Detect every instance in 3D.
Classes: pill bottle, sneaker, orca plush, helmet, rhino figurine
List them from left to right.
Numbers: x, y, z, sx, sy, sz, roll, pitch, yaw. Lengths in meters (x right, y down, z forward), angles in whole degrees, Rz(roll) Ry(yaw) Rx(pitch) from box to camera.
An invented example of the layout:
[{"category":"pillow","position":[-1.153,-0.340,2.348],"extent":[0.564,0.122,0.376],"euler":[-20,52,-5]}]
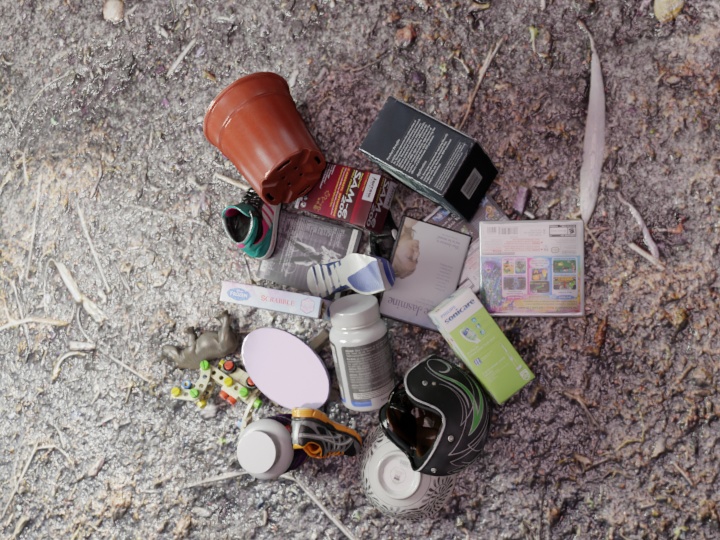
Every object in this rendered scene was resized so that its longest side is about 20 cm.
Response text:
[{"category":"rhino figurine","position":[-0.339,0.158,1.806],"extent":[0.198,0.060,0.088],"euler":[-25,91,14]},{"category":"sneaker","position":[-0.226,-0.130,1.764],"extent":[0.083,0.120,0.203],"euler":[-4,80,28]},{"category":"pill bottle","position":[-0.166,0.339,1.677],"extent":[0.111,0.200,0.114],"euler":[-1,85,13]},{"category":"sneaker","position":[-0.070,0.326,1.665],"extent":[0.078,0.199,0.078],"euler":[-10,58,38]},{"category":"sneaker","position":[-0.001,0.000,1.686],"extent":[0.198,0.114,0.082],"euler":[-7,98,44]},{"category":"pill bottle","position":[0.002,0.155,1.660],"extent":[0.112,0.114,0.203],"euler":[-4,110,13]},{"category":"orca plush","position":[0.051,-0.060,1.707],"extent":[0.104,0.071,0.203],"euler":[7,96,29]},{"category":"helmet","position":[0.145,0.271,1.581],"extent":[0.200,0.200,0.191],"euler":[-46,75,6]}]

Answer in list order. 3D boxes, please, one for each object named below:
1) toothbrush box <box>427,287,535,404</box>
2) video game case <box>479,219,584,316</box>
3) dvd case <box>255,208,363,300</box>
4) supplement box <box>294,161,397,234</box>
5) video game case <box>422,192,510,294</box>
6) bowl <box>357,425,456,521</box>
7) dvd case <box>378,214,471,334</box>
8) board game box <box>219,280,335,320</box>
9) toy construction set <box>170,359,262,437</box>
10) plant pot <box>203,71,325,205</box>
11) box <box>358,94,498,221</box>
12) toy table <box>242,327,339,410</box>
[{"category":"toothbrush box","position":[0.219,0.137,1.607],"extent":[0.086,0.146,0.201],"euler":[-35,90,-2]},{"category":"video game case","position":[0.327,-0.004,1.660],"extent":[0.197,0.024,0.185],"euler":[0,92,8]},{"category":"dvd case","position":[-0.105,-0.033,1.788],"extent":[0.198,0.016,0.151],"euler":[15,88,15]},{"category":"supplement box","position":[-0.031,-0.149,1.717],"extent":[0.199,0.061,0.110],"euler":[17,89,40]},{"category":"video game case","position":[0.204,-0.051,1.712],"extent":[0.200,0.023,0.182],"euler":[-40,78,8]},{"category":"bowl","position":[0.081,0.388,1.668],"extent":[0.198,0.094,0.204],"euler":[-1,86,13]},{"category":"dvd case","position":[0.121,0.008,1.686],"extent":[0.141,0.018,0.203],"euler":[16,91,-4]},{"category":"board game box","position":[-0.145,0.063,1.696],"extent":[0.197,0.200,0.042],"euler":[9,86,13]},{"category":"toy construction set","position":[-0.273,0.259,1.765],"extent":[0.199,0.092,0.132],"euler":[35,69,6]},{"category":"plant pot","position":[-0.178,-0.248,1.709],"extent":[0.200,0.201,0.196],"euler":[-39,66,8]},{"category":"box","position":[0.132,-0.208,1.636],"extent":[0.196,0.200,0.125],"euler":[34,93,23]},{"category":"toy table","position":[-0.132,0.193,1.724],"extent":[0.184,0.117,0.200],"euler":[-43,78,6]}]
